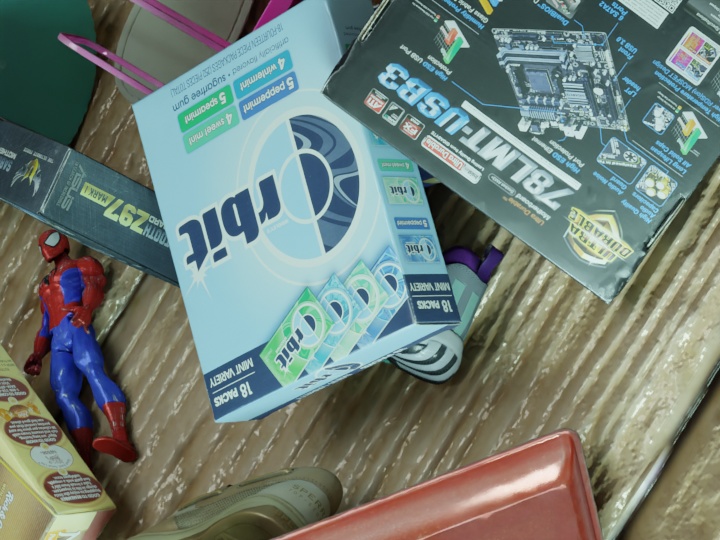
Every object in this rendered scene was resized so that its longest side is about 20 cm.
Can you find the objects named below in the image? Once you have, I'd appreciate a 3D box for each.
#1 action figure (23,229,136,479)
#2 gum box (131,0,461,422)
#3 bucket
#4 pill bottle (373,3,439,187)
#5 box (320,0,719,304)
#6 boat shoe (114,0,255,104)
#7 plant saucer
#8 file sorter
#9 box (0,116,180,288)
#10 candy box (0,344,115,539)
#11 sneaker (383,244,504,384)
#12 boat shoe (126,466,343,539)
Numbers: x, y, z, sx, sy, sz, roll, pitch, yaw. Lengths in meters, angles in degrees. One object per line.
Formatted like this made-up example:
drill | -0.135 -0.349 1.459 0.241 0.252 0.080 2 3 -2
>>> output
action figure | -0.192 0.050 1.845 0.065 0.051 0.201 -44 41 30
gum box | -0.040 -0.035 1.590 0.169 0.044 0.201 -26 74 39
bucket | -0.293 -0.154 1.953 0.134 0.207 0.209 13 78 40
pill bottle | 0.029 -0.104 1.632 0.199 0.112 0.113 -14 59 43
box | 0.113 -0.120 1.494 0.199 0.199 0.050 -55 0 11
boat shoe | -0.096 -0.196 1.882 0.201 0.072 0.063 -56 -4 17
plant saucer | 0.048 0.204 1.460 0.199 0.037 0.201 -22 51 15
file sorter | -0.090 -0.198 1.759 0.201 0.125 0.139 -59 -1 5
box | -0.189 -0.050 1.807 0.200 0.157 0.051 24 88 50
candy box | -0.249 0.126 1.795 0.200 0.055 0.116 51 124 31
sneaker | 0.000 0.000 1.651 0.199 0.074 0.088 22 76 40
boat shoe | -0.080 0.165 1.647 0.199 0.071 0.065 -22 18 49
